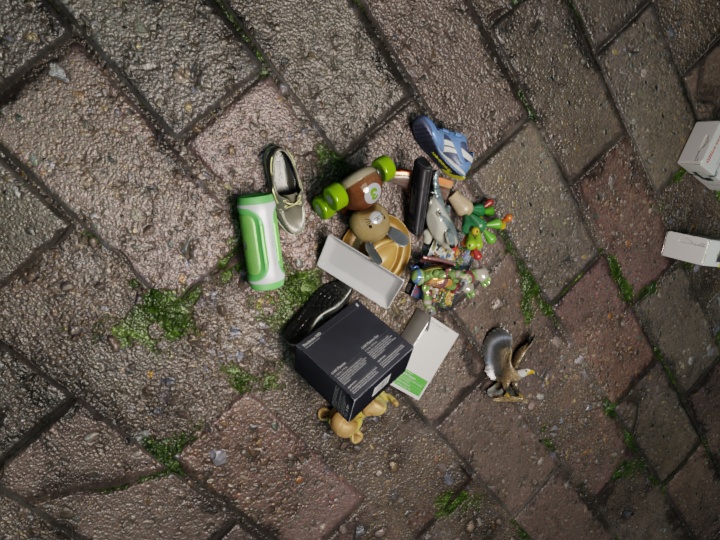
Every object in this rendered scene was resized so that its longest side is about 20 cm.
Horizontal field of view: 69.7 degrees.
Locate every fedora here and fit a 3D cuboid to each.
[{"bbox_3d":[0.048,-0.036,1.232,0.199,0.082,0.202,-6,105,-22],"label":"fedora"}]

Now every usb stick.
[{"bbox_3d":[0.135,-0.168,1.198,0.032,0.056,0.201,-20,138,-22],"label":"usb stick"}]

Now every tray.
[{"bbox_3d":[0.000,0.000,1.182,0.199,0.022,0.108,32,132,5],"label":"tray"}]

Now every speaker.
[{"bbox_3d":[-0.213,-0.062,1.114,0.088,0.088,0.201,-11,106,-20],"label":"speaker"}]

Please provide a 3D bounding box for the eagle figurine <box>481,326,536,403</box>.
[{"bbox_3d":[0.427,0.272,1.462,0.152,0.150,0.201,41,46,-64],"label":"eagle figurine"}]

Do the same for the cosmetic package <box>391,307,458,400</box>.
[{"bbox_3d":[0.148,0.214,1.335,0.107,0.085,0.201,31,90,-23],"label":"cosmetic package"}]

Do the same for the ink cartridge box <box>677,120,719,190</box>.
[{"bbox_3d":[1.100,-0.354,1.603,0.199,0.083,0.147,24,93,-27],"label":"ink cartridge box"}]

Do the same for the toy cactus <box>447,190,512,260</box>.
[{"bbox_3d":[0.286,-0.131,1.285,0.165,0.102,0.200,46,54,-9],"label":"toy cactus"}]

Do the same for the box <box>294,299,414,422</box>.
[{"bbox_3d":[-0.016,0.198,1.167,0.200,0.182,0.104,-34,152,-34],"label":"box"}]

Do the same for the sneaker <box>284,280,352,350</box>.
[{"bbox_3d":[-0.090,0.113,1.230,0.200,0.076,0.088,-45,139,-11],"label":"sneaker"}]

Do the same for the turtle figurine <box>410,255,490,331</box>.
[{"bbox_3d":[0.221,0.056,1.244,0.193,0.200,0.145,-2,119,-31],"label":"turtle figurine"}]

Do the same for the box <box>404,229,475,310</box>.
[{"bbox_3d":[0.213,-0.011,1.334,0.136,0.038,0.201,20,94,-25],"label":"box"}]

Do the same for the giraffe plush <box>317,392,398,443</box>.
[{"bbox_3d":[-0.024,0.339,1.274,0.163,0.172,0.200,-53,151,7],"label":"giraffe plush"}]

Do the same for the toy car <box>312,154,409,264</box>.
[{"bbox_3d":[0.022,-0.119,1.138,0.164,0.158,0.201,-33,95,-23],"label":"toy car"}]

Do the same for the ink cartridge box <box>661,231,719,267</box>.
[{"bbox_3d":[1.085,-0.064,1.632,0.199,0.146,0.083,4,103,-23],"label":"ink cartridge box"}]

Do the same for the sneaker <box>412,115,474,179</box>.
[{"bbox_3d":[0.201,-0.307,1.242,0.200,0.074,0.082,40,84,-33],"label":"sneaker"}]

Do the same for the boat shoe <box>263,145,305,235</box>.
[{"bbox_3d":[-0.161,-0.169,1.125,0.072,0.060,0.203,-19,109,-18],"label":"boat shoe"}]

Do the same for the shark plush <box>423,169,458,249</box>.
[{"bbox_3d":[0.188,-0.140,1.247,0.083,0.091,0.201,-32,106,-36],"label":"shark plush"}]

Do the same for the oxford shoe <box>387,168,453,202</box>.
[{"bbox_3d":[0.133,-0.199,1.239,0.199,0.071,0.073,8,104,-25],"label":"oxford shoe"}]
